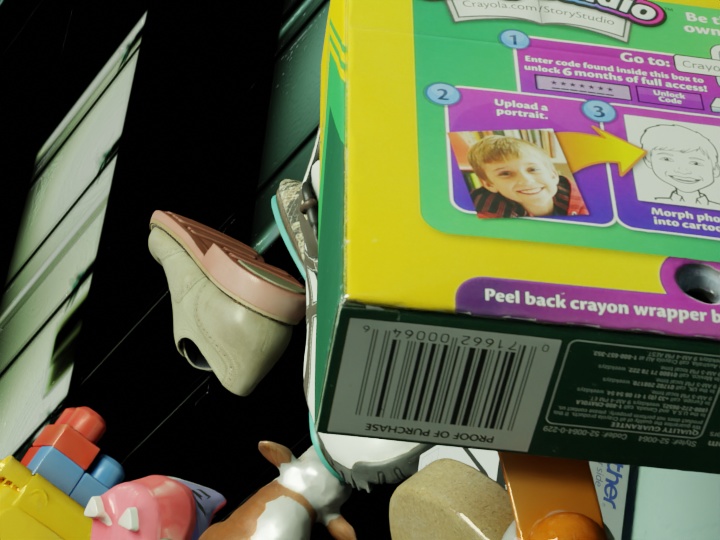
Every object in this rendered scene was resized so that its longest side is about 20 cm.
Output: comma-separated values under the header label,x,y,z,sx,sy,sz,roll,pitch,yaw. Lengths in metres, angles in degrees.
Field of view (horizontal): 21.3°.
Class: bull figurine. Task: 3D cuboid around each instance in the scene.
label,x,y,z,sx,sy,sz,roll,pitch,yaw
bull figurine,-0.062,0.171,0.895,0.121,0.065,0.201,-30,39,59

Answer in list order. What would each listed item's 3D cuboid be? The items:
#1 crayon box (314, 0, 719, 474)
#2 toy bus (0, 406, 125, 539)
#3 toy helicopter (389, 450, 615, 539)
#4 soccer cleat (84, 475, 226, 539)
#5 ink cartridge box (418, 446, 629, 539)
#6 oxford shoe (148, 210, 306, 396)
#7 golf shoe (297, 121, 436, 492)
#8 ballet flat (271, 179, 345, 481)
label,x,y,z,sx,sy,sz,roll,pitch,yaw
crayon box,0.088,-0.022,0.584,0.173,0.199,0.059,-90,9,-47
toy bus,-0.220,0.174,1.178,0.193,0.135,0.200,-59,16,-21
toy helicopter,0.076,0.123,0.556,0.200,0.079,0.133,40,147,39
soccer cleat,-0.114,0.206,0.992,0.066,0.076,0.201,11,94,46
ink cartridge box,0.048,0.149,0.700,0.094,0.044,0.201,-37,35,52
oxford shoe,-0.093,0.015,1.120,0.074,0.070,0.200,-66,22,4
golf shoe,0.000,0.000,0.834,0.077,0.095,0.201,-15,47,13
ballet flat,0.006,0.015,0.925,0.075,0.068,0.201,-32,40,18
